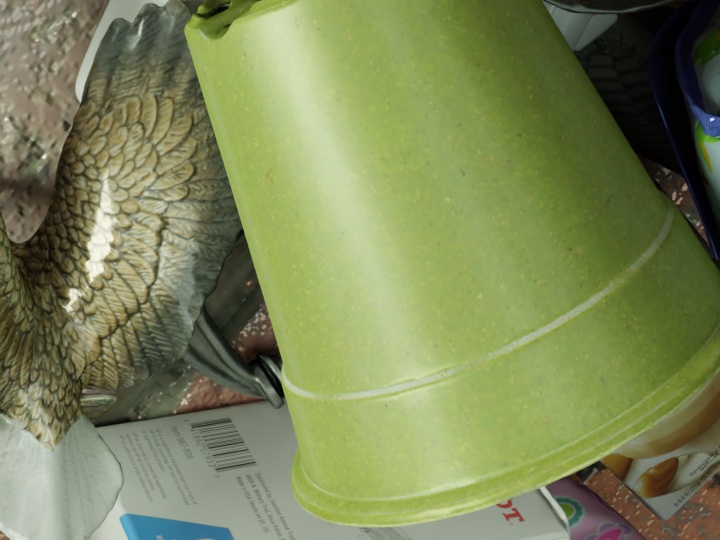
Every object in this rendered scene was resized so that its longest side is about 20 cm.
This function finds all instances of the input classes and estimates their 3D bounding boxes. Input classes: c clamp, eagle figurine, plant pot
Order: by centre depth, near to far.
[{"bbox_3d":[0.026,-0.037,0.720,0.199,0.200,0.191,-27,106,-9],"label":"plant pot"},{"bbox_3d":[-0.137,-0.002,0.761,0.150,0.152,0.201,26,131,-4],"label":"eagle figurine"},{"bbox_3d":[0.000,0.000,0.899,0.199,0.027,0.172,-30,127,-8],"label":"c clamp"}]

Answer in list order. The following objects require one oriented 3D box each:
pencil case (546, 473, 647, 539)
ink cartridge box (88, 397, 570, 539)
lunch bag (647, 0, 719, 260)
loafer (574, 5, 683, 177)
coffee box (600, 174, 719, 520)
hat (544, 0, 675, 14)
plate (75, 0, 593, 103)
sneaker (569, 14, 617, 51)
[{"bbox_3d":[0.135,0.189,0.968,0.087,0.200,0.088,-24,141,-21],"label":"pencil case"},{"bbox_3d":[-0.020,0.132,0.893,0.198,0.145,0.085,-8,123,-21],"label":"ink cartridge box"},{"bbox_3d":[0.205,-0.043,0.800,0.127,0.200,0.171,-20,112,14],"label":"lunch bag"},{"bbox_3d":[0.177,-0.082,0.919,0.200,0.075,0.070,36,69,-36],"label":"loafer"},{"bbox_3d":[0.129,0.028,0.928,0.114,0.080,0.200,-45,135,4],"label":"coffee box"},{"bbox_3d":[0.115,-0.204,0.741,0.199,0.081,0.203,3,81,-18],"label":"hat"},{"bbox_3d":[0.003,-0.117,0.790,0.198,0.032,0.201,21,110,-14],"label":"plate"},{"bbox_3d":[0.125,-0.170,0.830,0.199,0.077,0.082,-35,121,-4],"label":"sneaker"}]
